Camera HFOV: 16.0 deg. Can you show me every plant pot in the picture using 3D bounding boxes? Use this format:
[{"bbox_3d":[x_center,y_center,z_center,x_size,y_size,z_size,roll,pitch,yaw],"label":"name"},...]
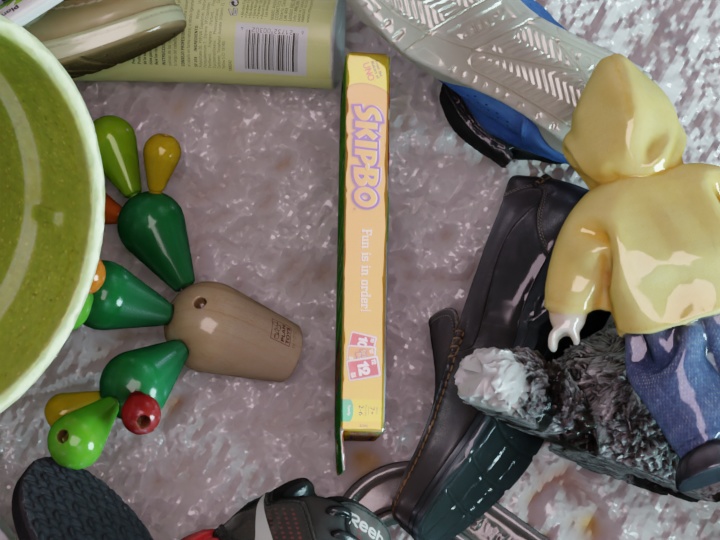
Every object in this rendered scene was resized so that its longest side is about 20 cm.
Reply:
[{"bbox_3d":[-0.247,-0.037,1.161,0.200,0.184,0.201,-11,109,-35],"label":"plant pot"}]

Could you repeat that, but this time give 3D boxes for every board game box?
[{"bbox_3d":[0.000,0.000,1.266,0.030,0.096,0.201,4,84,-1],"label":"board game box"}]

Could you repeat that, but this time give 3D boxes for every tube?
[{"bbox_3d":[-0.108,-0.126,1.303,0.199,0.052,0.058,4,45,5],"label":"tube"}]

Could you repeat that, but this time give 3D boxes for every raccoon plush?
[{"bbox_3d":[0.141,0.030,1.235,0.096,0.200,0.134,14,81,33],"label":"raccoon plush"}]

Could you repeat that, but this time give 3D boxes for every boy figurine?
[{"bbox_3d":[0.138,0.000,1.177,0.124,0.064,0.201,-21,77,-5],"label":"boy figurine"}]

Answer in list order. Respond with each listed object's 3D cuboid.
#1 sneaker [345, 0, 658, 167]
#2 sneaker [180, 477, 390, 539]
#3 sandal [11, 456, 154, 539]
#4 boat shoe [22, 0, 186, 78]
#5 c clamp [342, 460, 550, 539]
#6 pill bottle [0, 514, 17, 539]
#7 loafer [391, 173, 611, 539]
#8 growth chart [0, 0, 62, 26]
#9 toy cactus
[{"bbox_3d":[0.051,-0.116,1.268,0.200,0.111,0.077,32,80,-14],"label":"sneaker"},{"bbox_3d":[-0.019,0.158,1.202,0.098,0.200,0.071,-39,119,-4],"label":"sneaker"},{"bbox_3d":[-0.108,0.174,1.173,0.045,0.075,0.200,-44,70,31],"label":"sandal"},{"bbox_3d":[-0.184,-0.121,1.260,0.199,0.073,0.063,-9,89,15],"label":"boat shoe"},{"bbox_3d":[0.047,0.201,1.279,0.200,0.027,0.171,41,83,3],"label":"c clamp"},{"bbox_3d":[-0.268,0.160,1.227,0.200,0.114,0.115,-36,86,-6],"label":"pill bottle"},{"bbox_3d":[0.065,0.044,1.284,0.072,0.073,0.200,26,76,26],"label":"loafer"},{"bbox_3d":[-0.191,-0.160,1.253,0.145,0.200,0.018,-37,130,-15],"label":"growth chart"},{"bbox_3d":[-0.102,0.010,1.256,0.165,0.102,0.200,19,43,-25],"label":"toy cactus"}]
